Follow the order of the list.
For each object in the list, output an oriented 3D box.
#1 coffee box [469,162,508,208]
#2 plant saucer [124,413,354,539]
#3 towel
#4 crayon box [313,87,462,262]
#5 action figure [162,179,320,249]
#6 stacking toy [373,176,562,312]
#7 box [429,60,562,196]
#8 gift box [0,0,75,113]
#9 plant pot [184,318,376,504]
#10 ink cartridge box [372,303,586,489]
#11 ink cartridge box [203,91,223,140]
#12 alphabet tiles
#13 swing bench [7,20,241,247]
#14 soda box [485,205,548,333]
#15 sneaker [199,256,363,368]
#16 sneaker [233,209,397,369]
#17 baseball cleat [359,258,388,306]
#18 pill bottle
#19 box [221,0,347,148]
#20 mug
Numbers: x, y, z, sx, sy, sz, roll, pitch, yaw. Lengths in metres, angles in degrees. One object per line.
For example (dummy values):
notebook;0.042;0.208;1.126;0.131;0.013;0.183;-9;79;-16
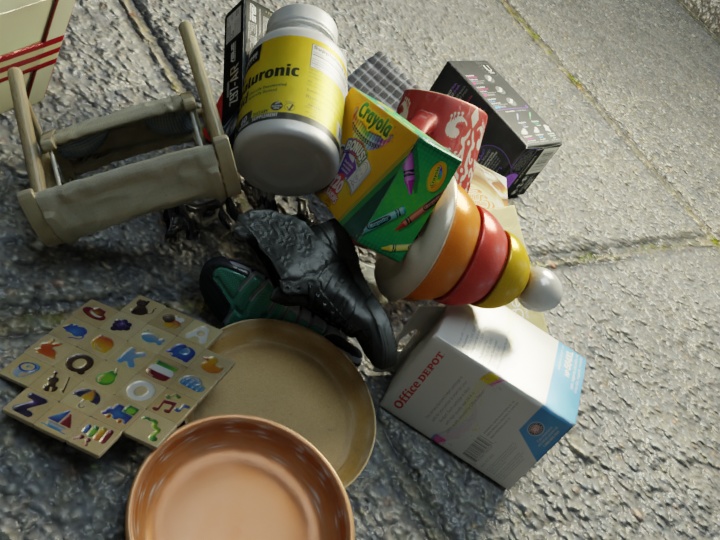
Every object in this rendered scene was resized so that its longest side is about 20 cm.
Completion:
coffee box;0.142;-0.069;1.278;0.114;0.080;0.200;24;38;-15
plant saucer;-0.103;0.220;0.785;0.200;0.037;0.200;14;52;-18
towel;0.028;-0.179;1.230;0.200;0.166;0.086;46;-4;12
crayon box;0.015;-0.105;0.957;0.058;0.119;0.200;25;13;-29
action figure;-0.117;-0.068;1.049;0.200;0.119;0.102;6;83;-23
stacking toy;0.127;-0.006;0.975;0.200;0.146;0.146;24;38;-19
box;0.199;-0.224;1.456;0.106;0.122;0.200;-14;59;-45
gift box;-0.435;-0.286;0.986;0.200;0.185;0.187;44;39;2
plant pot;-0.081;0.139;0.902;0.200;0.027;0.200;14;49;-17
ink cartridge box;0.128;0.116;1.023;0.200;0.129;0.125;34;36;-1
ink cartridge box;-0.128;-0.216;1.199;0.067;0.116;0.200;41;37;7
alphabet tiles;-0.219;0.090;0.842;0.166;0.006;0.200;21;35;14
swing bench;-0.238;-0.124;0.941;0.199;0.130;0.200;-16;54;-7
soda box;0.174;0.025;1.138;0.068;0.064;0.200;-9;79;-24
sneaker;-0.086;0.042;1.003;0.200;0.074;0.088;36;23;-15
sneaker;-0.046;0.021;0.929;0.104;0.060;0.200;-19;75;-18
baseball cleat;0.000;0.000;1.058;0.106;0.070;0.200;48;14;0
pill bottle;-0.071;-0.189;0.988;0.111;0.111;0.200;19;54;-21
box;-0.087;-0.208;1.099;0.160;0.044;0.200;18;58;-38
mug;0.078;-0.107;1.097;0.133;0.200;0.178;18;0;-6
